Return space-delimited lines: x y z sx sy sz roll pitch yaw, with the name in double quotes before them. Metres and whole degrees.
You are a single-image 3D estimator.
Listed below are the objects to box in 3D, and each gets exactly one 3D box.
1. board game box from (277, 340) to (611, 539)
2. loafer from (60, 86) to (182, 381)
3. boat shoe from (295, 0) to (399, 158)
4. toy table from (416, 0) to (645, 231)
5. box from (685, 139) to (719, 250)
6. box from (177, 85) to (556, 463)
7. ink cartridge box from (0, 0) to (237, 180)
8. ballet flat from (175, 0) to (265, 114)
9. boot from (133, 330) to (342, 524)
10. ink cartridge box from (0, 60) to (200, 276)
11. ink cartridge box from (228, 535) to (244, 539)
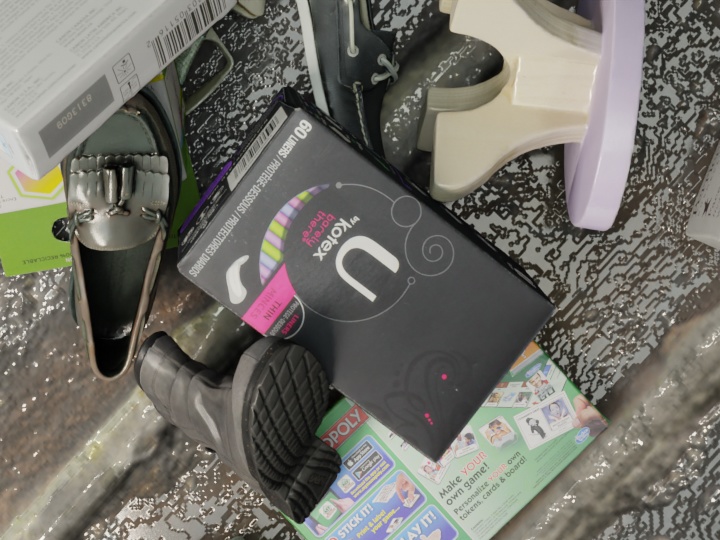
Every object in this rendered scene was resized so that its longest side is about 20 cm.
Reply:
"board game box" 0.047 0.118 1.162 0.200 0.029 0.135 -43 89 1
"loafer" -0.140 -0.019 1.041 0.071 0.063 0.201 -1 135 -10
"boat shoe" -0.006 -0.145 1.135 0.060 0.076 0.202 -15 92 7
"toy table" 0.104 -0.124 1.094 0.116 0.185 0.202 7 51 -5
"box" 0.336 -0.073 1.105 0.198 0.131 0.201 22 91 1
"box" 0.000 0.000 1.071 0.199 0.106 0.123 36 97 -13
"ink cartridge box" -0.193 -0.156 0.999 0.199 0.047 0.160 32 66 30
"ballet flat" -0.101 -0.166 1.148 0.074 0.074 0.201 33 93 0
"boot" -0.086 0.077 1.068 0.131 0.201 0.070 32 66 20
"ink cartridge box" -0.176 -0.064 1.086 0.146 0.076 0.202 -10 129 0
"ink cartridge box" -0.159 0.239 1.094 0.198 0.174 0.044 -26 91 1
